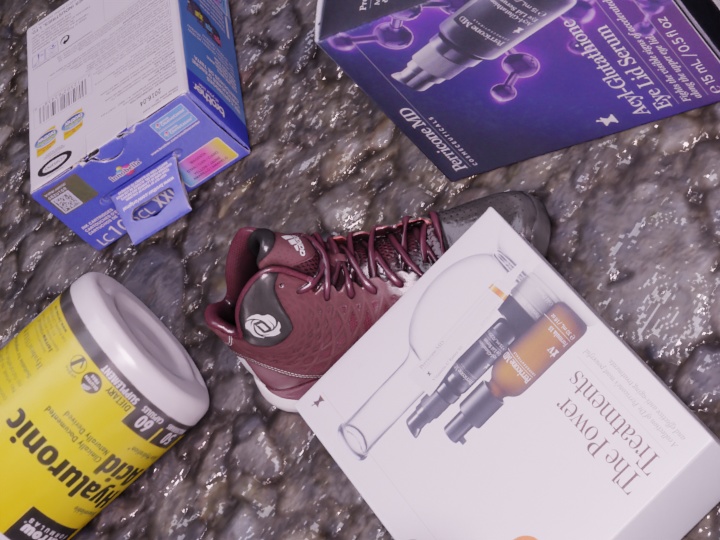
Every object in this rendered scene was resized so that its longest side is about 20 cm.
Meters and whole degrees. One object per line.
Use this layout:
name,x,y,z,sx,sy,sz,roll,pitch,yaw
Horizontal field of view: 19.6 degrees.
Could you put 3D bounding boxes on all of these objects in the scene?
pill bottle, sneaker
pill bottle,-0.195,0.105,1.238,0.200,0.111,0.112,-42,40,8
sneaker,0.000,0.000,1.144,0.199,0.115,0.076,-33,42,18

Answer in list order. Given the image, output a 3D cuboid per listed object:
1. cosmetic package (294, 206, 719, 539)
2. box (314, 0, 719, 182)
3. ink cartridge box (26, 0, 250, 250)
cosmetic package,0.075,0.084,1.047,0.151,0.052,0.200,-46,47,5
box,0.097,-0.151,1.155,0.199,0.148,0.105,-17,49,33
ink cartridge box,-0.151,-0.110,1.396,0.136,0.076,0.201,-31,42,21
